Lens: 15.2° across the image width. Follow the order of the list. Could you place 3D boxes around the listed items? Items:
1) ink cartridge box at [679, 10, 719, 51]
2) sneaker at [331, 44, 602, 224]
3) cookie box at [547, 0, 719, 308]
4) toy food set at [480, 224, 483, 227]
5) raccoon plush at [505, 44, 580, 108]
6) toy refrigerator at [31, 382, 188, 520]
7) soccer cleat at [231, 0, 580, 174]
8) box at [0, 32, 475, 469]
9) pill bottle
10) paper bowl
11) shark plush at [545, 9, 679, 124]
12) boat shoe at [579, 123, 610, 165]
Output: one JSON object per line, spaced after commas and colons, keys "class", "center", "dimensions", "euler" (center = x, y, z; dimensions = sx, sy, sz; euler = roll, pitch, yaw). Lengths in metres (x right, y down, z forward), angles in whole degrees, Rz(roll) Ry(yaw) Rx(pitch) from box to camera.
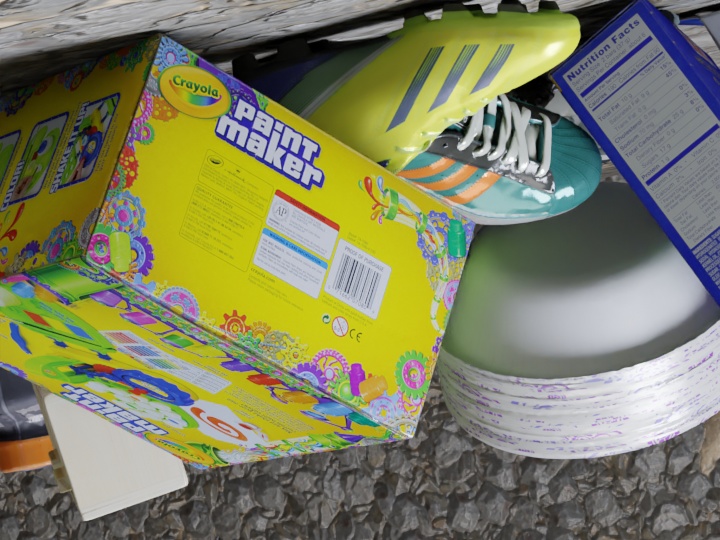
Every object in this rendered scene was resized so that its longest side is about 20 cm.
{"class": "ink cartridge box", "center": [0.292, -0.156, 1.643], "dimensions": [0.199, 0.039, 0.099], "euler": [-12, 179, 31]}
{"class": "sneaker", "center": [0.050, -0.076, 1.467], "dimensions": [0.199, 0.072, 0.080], "euler": [11, 160, -20]}
{"class": "cookie box", "center": [0.211, -0.044, 1.546], "dimensions": [0.075, 0.200, 0.171], "euler": [-39, 161, 12]}
{"class": "toy food set", "center": [-0.015, -0.038, 1.808], "dimensions": [0.199, 0.061, 0.144], "euler": [-7, -148, -18]}
{"class": "raccoon plush", "center": [0.017, -0.099, 1.560], "dimensions": [0.200, 0.134, 0.097], "euler": [-50, -172, -29]}
{"class": "toy refrigerator", "center": [-0.154, 0.086, 1.575], "dimensions": [0.070, 0.076, 0.200], "euler": [-19, -172, -9]}
{"class": "soccer cleat", "center": [0.023, -0.086, 1.361], "dimensions": [0.199, 0.084, 0.065], "euler": [-12, 179, 26]}
{"class": "box", "center": [-0.089, -0.001, 1.341], "dimensions": [0.200, 0.122, 0.192], "euler": [30, 155, -30]}
{"class": "pill bottle", "center": [-0.244, 0.044, 1.959], "dimensions": [0.106, 0.201, 0.106], "euler": [-11, 179, 0]}
{"class": "paper bowl", "center": [0.140, 0.020, 1.664], "dimensions": [0.200, 0.105, 0.201], "euler": [-9, -150, 5]}
{"class": "shark plush", "center": [0.126, -0.129, 1.669], "dimensions": [0.083, 0.091, 0.200], "euler": [-33, 169, -32]}
{"class": "boat shoe", "center": [0.099, -0.089, 1.808], "dimensions": [0.199, 0.076, 0.060], "euler": [2, 141, -36]}
